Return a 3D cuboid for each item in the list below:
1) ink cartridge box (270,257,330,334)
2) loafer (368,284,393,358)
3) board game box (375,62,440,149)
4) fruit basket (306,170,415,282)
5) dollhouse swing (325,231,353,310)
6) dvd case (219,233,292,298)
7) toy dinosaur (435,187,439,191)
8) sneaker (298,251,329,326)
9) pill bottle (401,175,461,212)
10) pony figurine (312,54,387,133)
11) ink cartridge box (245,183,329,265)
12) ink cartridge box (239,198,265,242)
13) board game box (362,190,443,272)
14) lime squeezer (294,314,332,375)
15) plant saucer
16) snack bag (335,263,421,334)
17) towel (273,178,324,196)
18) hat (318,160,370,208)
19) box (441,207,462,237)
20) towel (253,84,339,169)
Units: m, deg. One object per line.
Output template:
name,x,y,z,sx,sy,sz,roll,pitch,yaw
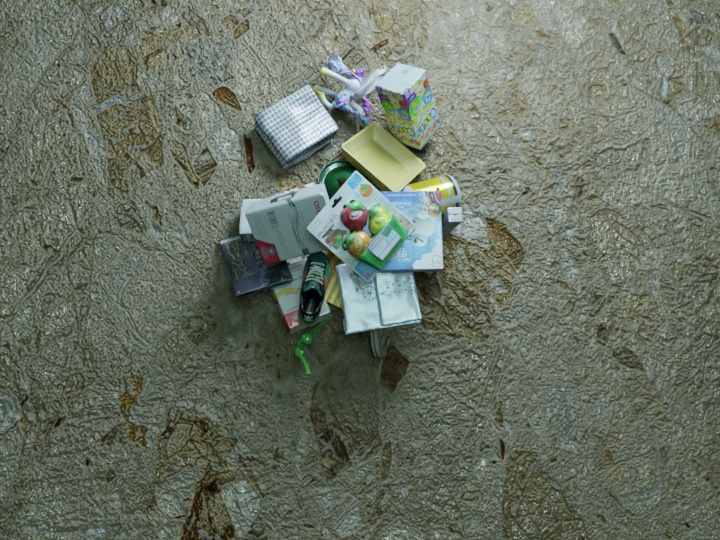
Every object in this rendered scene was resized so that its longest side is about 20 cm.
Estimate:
ink cartridge box,-0.171,0.048,1.631,0.116,0.068,0.201,-22,74,-15
loafer,0.059,0.132,1.614,0.062,0.072,0.202,-1,105,17
board game box,0.134,-0.453,1.737,0.105,0.200,0.103,27,69,35
fruit basket,0.006,-0.103,1.483,0.200,0.094,0.185,42,85,-14
dollhouse swing,0.000,0.000,1.636,0.199,0.182,0.177,27,62,-2
dvd case,-0.272,-0.028,1.620,0.148,0.016,0.201,-17,52,-12
toy dinosaur,0.180,-0.085,1.677,0.200,0.182,0.105,-38,50,-4
sneaker,-0.112,0.035,1.564,0.071,0.080,0.202,8,69,-7
pill bottle,0.170,-0.189,1.732,0.199,0.112,0.113,-15,79,-13
pony figurine,-0.021,-0.516,1.773,0.199,0.167,0.194,35,112,-2
ink cartridge box,-0.163,-0.115,1.548,0.198,0.084,0.146,-13,114,8
ink cartridge box,-0.214,-0.132,1.651,0.198,0.050,0.110,-1,62,0
board game box,0.103,-0.097,1.562,0.198,0.043,0.201,-2,82,1
lime squeezer,-0.132,0.187,1.607,0.038,0.070,0.201,49,39,-26
plant saucer,0.059,-0.303,1.744,0.200,0.049,0.200,41,44,3
snack bag,0.041,0.053,1.569,0.198,0.021,0.190,-9,78,1
towel,-0.126,-0.172,1.725,0.199,0.023,0.145,-20,81,-14
hat,-0.010,-0.237,1.664,0.164,0.176,0.202,-4,75,-23
box,0.222,-0.122,1.677,0.041,0.200,0.039,-2,79,-10
towel,-0.174,-0.403,1.744,0.200,0.086,0.166,-37,85,-16
